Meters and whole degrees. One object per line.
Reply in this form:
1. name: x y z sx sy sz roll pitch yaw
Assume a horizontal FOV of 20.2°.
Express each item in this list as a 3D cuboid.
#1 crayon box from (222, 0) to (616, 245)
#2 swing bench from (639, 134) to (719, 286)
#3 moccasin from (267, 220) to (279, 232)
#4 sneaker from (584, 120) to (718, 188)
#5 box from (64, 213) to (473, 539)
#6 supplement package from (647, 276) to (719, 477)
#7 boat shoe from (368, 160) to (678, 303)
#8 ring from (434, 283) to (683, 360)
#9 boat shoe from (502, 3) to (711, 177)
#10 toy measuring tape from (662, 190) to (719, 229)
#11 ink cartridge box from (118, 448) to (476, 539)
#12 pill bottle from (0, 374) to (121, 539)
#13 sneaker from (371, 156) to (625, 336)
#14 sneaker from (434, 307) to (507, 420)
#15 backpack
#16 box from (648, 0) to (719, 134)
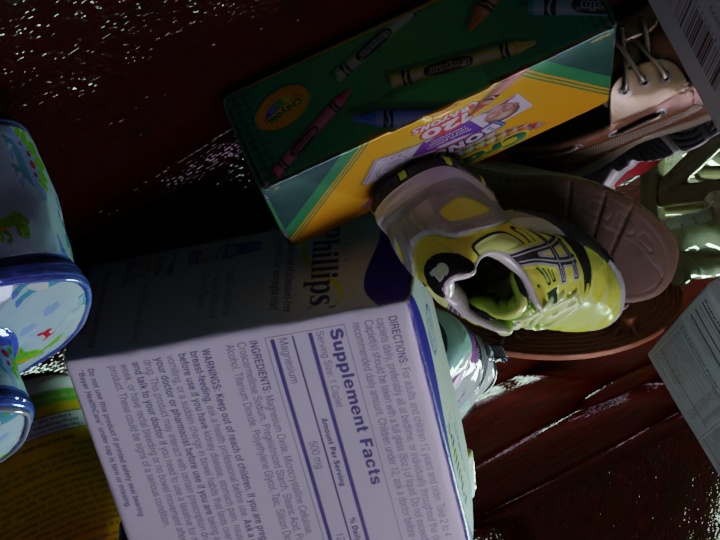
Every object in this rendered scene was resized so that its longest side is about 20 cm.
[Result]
1. crayon box: 0.034 -0.092 1.075 0.200 0.058 0.119 -25 166 -1
2. swing bench: 0.319 -0.085 1.448 0.200 0.130 0.199 -28 167 31
3. moccasin: 0.000 0.000 1.299 0.200 0.081 0.068 -8 154 -48
4. sneaker: 0.187 -0.106 1.290 0.085 0.077 0.200 -28 177 -41
5. box: -0.048 0.081 1.180 0.200 0.184 0.105 -10 -149 8
6. supplement package: 0.323 0.050 1.336 0.191 0.147 0.200 -29 169 -9
7. boat shoe: 0.095 -0.034 1.222 0.200 0.071 0.065 17 -169 -9
8. ring: 0.126 0.008 1.415 0.200 0.200 0.019 -16 122 -31
9. boat shoe: 0.161 -0.113 1.188 0.200 0.076 0.074 -34 158 33
10. toy measuring tape: 0.146 -0.042 1.385 0.200 0.074 0.074 -15 166 5
11. ink cartridge box: -0.045 0.163 1.288 0.197 0.047 0.200 1 -166 17
12. pill bottle: -0.203 0.181 1.360 0.111 0.200 0.111 -24 165 -7
13. sneaker: 0.082 0.008 1.125 0.075 0.076 0.200 -39 142 26
14. sneaker: 0.006 0.094 1.326 0.200 0.078 0.140 -24 159 23
15. backpack: -0.221 0.030 0.907 0.200 0.147 0.183 -23 168 -21
16. box: 0.265 -0.157 1.042 0.200 0.152 0.106 -24 165 -7
